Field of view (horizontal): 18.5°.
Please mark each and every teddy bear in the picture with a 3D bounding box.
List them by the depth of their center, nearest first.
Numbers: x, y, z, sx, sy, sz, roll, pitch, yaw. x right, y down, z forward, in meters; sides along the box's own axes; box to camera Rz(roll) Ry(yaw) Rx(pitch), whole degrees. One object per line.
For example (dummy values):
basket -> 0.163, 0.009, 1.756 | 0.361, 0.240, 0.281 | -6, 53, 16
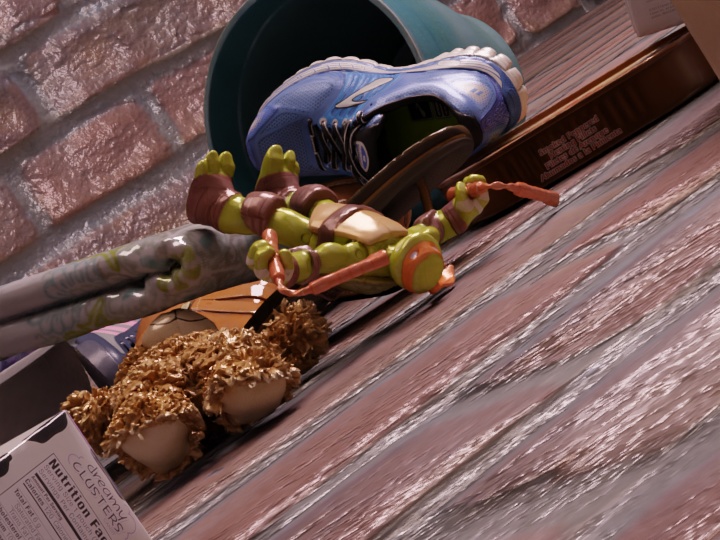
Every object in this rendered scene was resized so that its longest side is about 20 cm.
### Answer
teddy bear -> -0.087, 0.056, 1.140 | 0.145, 0.067, 0.200 | -30, 5, 13

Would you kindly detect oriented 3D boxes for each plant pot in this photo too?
plant pot -> 0.021, -0.120, 1.624 | 0.200, 0.200, 0.188 | -30, -9, 35

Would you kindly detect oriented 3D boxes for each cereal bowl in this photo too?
cereal bowl -> -0.246, 0.128, 1.375 | 0.200, 0.083, 0.200 | -32, 3, 2

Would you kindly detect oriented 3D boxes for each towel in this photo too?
towel -> -0.129, 0.006, 1.293 | 0.200, 0.048, 0.171 | -17, 4, 31

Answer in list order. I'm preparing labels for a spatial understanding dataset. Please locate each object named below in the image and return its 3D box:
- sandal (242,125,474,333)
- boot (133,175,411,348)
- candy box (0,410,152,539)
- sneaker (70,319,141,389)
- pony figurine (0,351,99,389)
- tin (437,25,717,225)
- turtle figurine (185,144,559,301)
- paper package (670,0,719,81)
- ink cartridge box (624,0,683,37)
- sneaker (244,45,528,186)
sandal -> 0.000, 0.000, 1.267 | 0.200, 0.055, 0.082 | -47, -8, -4
boot -> -0.061, 0.012, 1.440 | 0.200, 0.077, 0.155 | -21, 13, 11
candy box -> -0.195, 0.149, 0.817 | 0.168, 0.072, 0.200 | -30, 5, 31
sneaker -> -0.175, 0.061, 1.723 | 0.082, 0.070, 0.200 | -36, 6, -4
pony figurine -> -0.304, 0.119, 1.675 | 0.200, 0.167, 0.193 | -36, -28, -4
tin -> 0.138, -0.091, 1.373 | 0.200, 0.042, 0.112 | -31, 8, 19
turtle figurine -> -0.003, -0.021, 1.170 | 0.200, 0.065, 0.161 | -22, 34, -39
paper package -> 0.208, -0.215, 1.140 | 0.103, 0.200, 0.191 | -33, 4, -15
ink cartridge box -> 0.236, -0.258, 1.346 | 0.200, 0.176, 0.084 | -18, 6, 9
sneaker -> 0.005, -0.094, 1.432 | 0.200, 0.079, 0.089 | -10, 23, 32
